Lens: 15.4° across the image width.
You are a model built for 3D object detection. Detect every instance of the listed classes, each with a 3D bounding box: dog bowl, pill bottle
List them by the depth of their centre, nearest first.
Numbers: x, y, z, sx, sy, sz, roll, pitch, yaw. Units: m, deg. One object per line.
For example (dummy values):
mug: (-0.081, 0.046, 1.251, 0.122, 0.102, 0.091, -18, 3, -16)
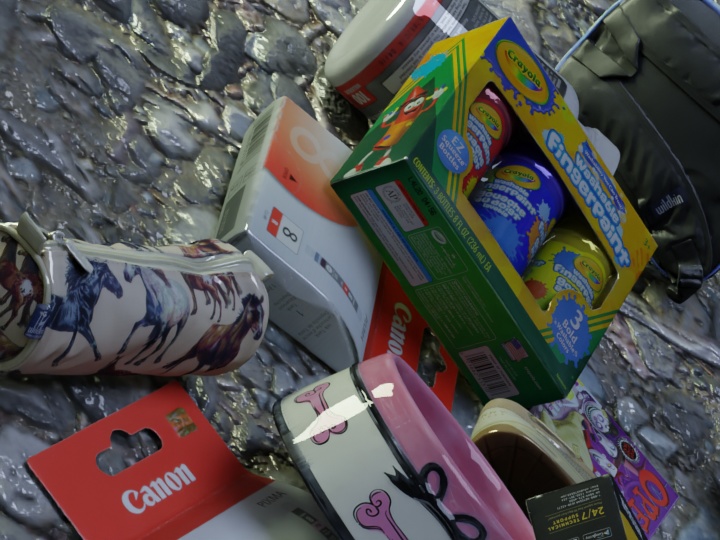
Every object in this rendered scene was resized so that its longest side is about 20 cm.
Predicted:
dog bowl: (0.038, 0.133, 1.505, 0.200, 0.074, 0.200, 52, 5, -7)
pill bottle: (0.081, -0.115, 1.883, 0.200, 0.116, 0.116, 42, 30, -13)

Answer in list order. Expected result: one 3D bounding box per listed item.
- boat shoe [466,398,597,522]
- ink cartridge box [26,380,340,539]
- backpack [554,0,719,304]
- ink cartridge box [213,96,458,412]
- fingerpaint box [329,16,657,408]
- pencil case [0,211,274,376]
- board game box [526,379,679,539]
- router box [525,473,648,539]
boat shoe: (0.138, 0.161, 1.632, 0.200, 0.072, 0.065, 49, 21, -13)
ink cartridge box: (-0.068, 0.150, 1.448, 0.201, 0.057, 0.162, 57, 30, 4)
backpack: (0.243, -0.108, 2.036, 0.200, 0.183, 0.147, 47, 6, 4)
ink cartridge box: (0.000, 0.000, 1.709, 0.200, 0.050, 0.163, 36, 32, -16)
fingerpaint box: (0.093, -0.036, 1.758, 0.200, 0.073, 0.167, 56, 44, -20)
pencil case: (-0.135, 0.016, 1.470, 0.199, 0.089, 0.078, 4, 51, -52)
board game box: (0.135, 0.148, 1.742, 0.120, 0.032, 0.200, 53, 29, -2)
router box: (0.155, 0.224, 1.485, 0.200, 0.052, 0.158, 56, 19, -59)
